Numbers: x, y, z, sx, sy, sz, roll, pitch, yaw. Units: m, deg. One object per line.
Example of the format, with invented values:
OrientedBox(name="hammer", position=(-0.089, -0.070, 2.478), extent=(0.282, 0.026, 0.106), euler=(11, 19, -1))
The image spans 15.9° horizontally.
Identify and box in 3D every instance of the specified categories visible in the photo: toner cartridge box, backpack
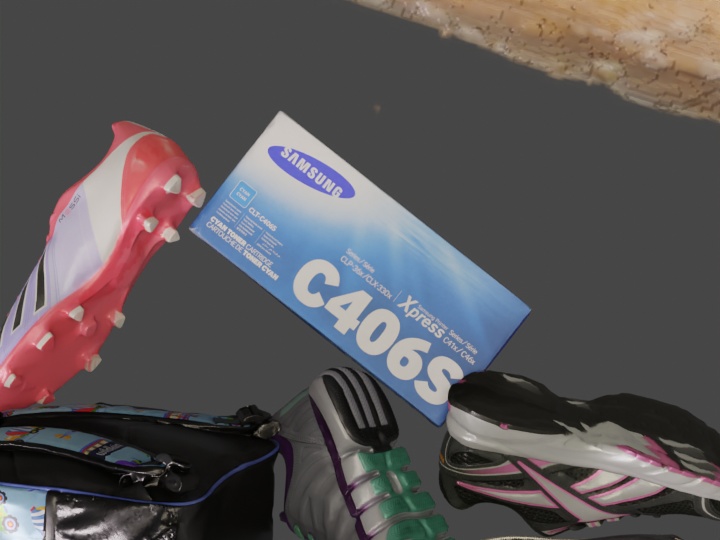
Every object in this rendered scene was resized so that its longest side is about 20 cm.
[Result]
OrientedBox(name="toner cartridge box", position=(0.000, 0.000, 1.604), extent=(0.200, 0.043, 0.095), euler=(38, 87, 3))
OrientedBox(name="backpack", position=(-0.163, 0.152, 1.536), extent=(0.199, 0.183, 0.135), euler=(5, 100, 17))

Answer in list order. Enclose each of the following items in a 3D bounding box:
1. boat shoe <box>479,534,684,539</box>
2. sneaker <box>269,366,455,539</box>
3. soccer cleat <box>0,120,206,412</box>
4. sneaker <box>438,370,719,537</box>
OrientedBox(name="boat shoe", position=(0.113, 0.198, 1.580), extent=(0.199, 0.063, 0.073), euler=(-9, 89, 2))
OrientedBox(name="sneaker", position=(0.001, 0.163, 1.577), extent=(0.087, 0.074, 0.201), euler=(-32, 70, 32))
OrientedBox(name="soccer cleat", position=(-0.177, -0.001, 1.606), extent=(0.076, 0.067, 0.200), euler=(39, 94, 34))
OrientedBox(name="sneaker", position=(0.139, 0.125, 1.588), extent=(0.199, 0.080, 0.087), euler=(16, 119, -6))
